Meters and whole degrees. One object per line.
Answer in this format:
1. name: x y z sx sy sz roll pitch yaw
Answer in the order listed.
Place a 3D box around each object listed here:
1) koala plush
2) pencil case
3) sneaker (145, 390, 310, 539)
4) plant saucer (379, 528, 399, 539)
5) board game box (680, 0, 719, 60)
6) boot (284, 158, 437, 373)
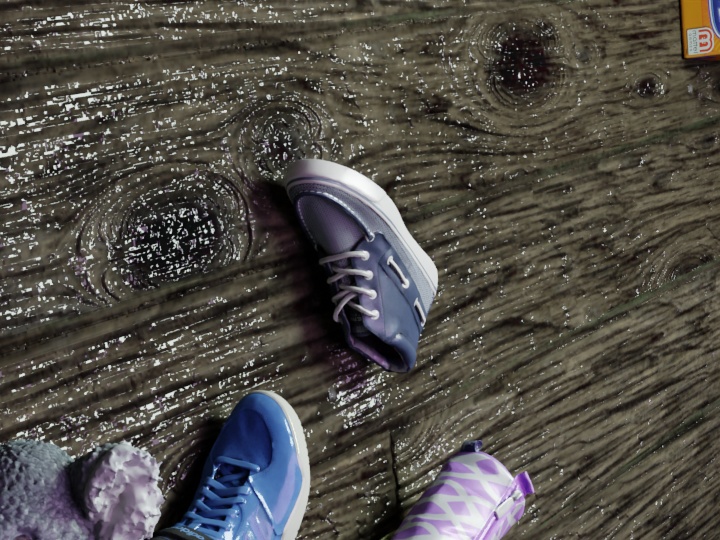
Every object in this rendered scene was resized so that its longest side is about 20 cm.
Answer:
1. koala plush: -0.192 0.188 0.836 0.183 0.176 0.203 12 79 -64
2. pencil case: 0.065 0.232 1.186 0.200 0.085 0.084 -51 128 -40
3. sneaker: -0.099 0.176 1.022 0.111 0.076 0.202 28 73 -60
4. plant saucer: 0.027 0.312 1.227 0.199 0.031 0.203 2 88 -54
5. board game box: 0.509 -0.360 1.767 0.199 0.198 0.202 -8 95 -53
6. boot: 0.000 0.000 1.166 0.200 0.072 0.091 44 49 -44
